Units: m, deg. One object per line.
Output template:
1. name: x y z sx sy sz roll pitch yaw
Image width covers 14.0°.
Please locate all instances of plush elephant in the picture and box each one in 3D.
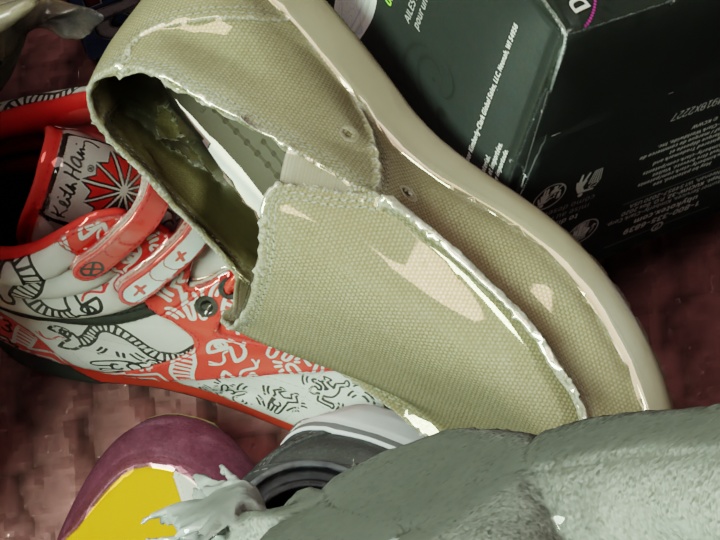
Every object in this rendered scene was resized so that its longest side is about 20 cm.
1. plush elephant: 0.033 0.121 0.618 0.165 0.200 0.155 -34 107 -25

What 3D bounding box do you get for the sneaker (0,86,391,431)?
1. sneaker: -0.030 0.000 0.842 0.201 0.108 0.067 7 69 16

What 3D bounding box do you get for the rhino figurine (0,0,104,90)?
1. rhino figurine: -0.136 -0.066 0.865 0.087 0.200 0.060 -35 101 -26

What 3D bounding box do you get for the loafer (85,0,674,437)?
1. loafer: 0.000 0.000 0.772 0.068 0.076 0.200 -33 70 -32

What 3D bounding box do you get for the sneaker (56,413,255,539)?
1. sneaker: -0.068 0.127 0.806 0.075 0.090 0.200 3 68 14

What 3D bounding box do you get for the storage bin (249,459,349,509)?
1. storage bin: 0.003 0.163 0.721 0.200 0.094 0.135 44 63 2

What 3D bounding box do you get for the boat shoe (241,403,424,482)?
1. boat shoe: 0.048 0.093 0.784 0.200 0.070 0.066 26 31 26

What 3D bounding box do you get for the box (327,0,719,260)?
1. box: 0.048 -0.118 0.841 0.148 0.124 0.200 -21 61 -27

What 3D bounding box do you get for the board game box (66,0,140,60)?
1. board game box: -0.112 -0.184 0.924 0.035 0.136 0.200 -21 64 -5
